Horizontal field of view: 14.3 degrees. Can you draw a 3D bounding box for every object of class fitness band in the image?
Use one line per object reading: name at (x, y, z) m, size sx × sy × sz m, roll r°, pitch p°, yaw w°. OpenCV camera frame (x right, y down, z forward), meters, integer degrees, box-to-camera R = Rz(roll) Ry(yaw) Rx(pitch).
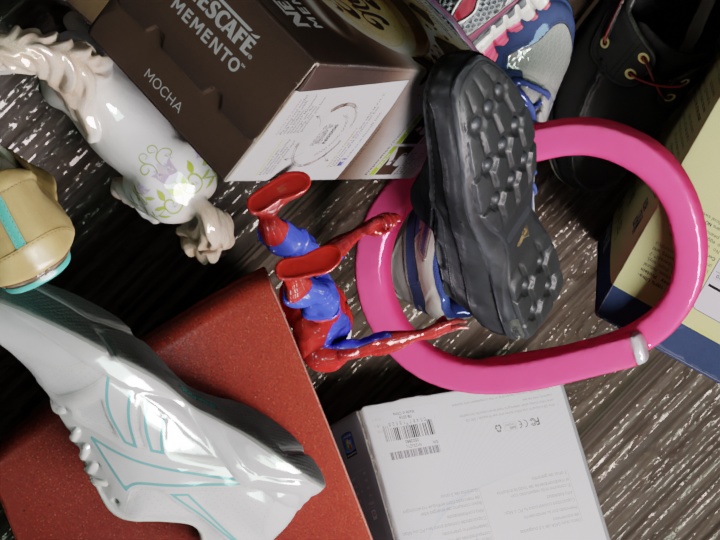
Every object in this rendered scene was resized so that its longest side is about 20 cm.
fitness band at (0.094, -0.007, 1.601) m, size 0.199 × 0.037 × 0.145 m, roll -13°, pitch 98°, yaw 15°

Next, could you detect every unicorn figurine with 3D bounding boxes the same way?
unicorn figurine at (-0.133, -0.079, 1.444) m, size 0.199 × 0.137 × 0.074 m, roll 33°, pitch 91°, yaw -10°

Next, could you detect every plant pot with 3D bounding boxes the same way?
plant pot at (-0.094, 0.129, 1.553) m, size 0.175 × 0.200 × 0.201 m, roll -22°, pitch 88°, yaw -3°

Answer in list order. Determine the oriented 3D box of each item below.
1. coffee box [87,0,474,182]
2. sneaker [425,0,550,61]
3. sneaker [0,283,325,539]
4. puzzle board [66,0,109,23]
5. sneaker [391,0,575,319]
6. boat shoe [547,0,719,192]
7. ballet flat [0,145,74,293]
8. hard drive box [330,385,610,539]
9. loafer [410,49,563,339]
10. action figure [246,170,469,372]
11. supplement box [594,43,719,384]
coffee box at (-0.031, -0.111, 1.465) m, size 0.080 × 0.113 × 0.200 m, roll -50°, pitch 161°, yaw 21°
sneaker at (0.059, -0.160, 1.580) m, size 0.074 × 0.081 × 0.201 m, roll 30°, pitch 97°, yaw -33°
sneaker at (-0.116, 0.078, 1.413) m, size 0.200 × 0.070 × 0.080 m, roll 36°, pitch 101°, yaw -14°
puzzle board at (-0.108, -0.201, 1.468) m, size 0.151 × 0.017 × 0.200 m, roll -48°, pitch 135°, yaw 2°
sneaker at (0.081, -0.063, 1.659) m, size 0.075 × 0.088 × 0.201 m, roll 14°, pitch 109°, yaw -41°
boat shoe at (0.169, -0.133, 1.684) m, size 0.073 × 0.063 × 0.202 m, roll 21°, pitch 106°, yaw -21°
ballet flat at (-0.183, -0.040, 1.418) m, size 0.068 × 0.200 × 0.063 m, roll -33°, pitch 108°, yaw -11°
hard drive box at (0.070, 0.176, 1.737) m, size 0.155 × 0.201 × 0.077 m, roll -7°, pitch 165°, yaw -33°
loafer at (0.056, -0.040, 1.509) m, size 0.068 × 0.070 × 0.201 m, roll -55°, pitch 149°, yaw -28°
action figure at (0.000, 0.000, 1.498) m, size 0.098 × 0.066 × 0.200 m, roll -20°, pitch 162°, yaw -5°
supplement box at (0.243, -0.048, 1.689) m, size 0.134 × 0.200 × 0.201 m, roll 29°, pitch 103°, yaw -1°
